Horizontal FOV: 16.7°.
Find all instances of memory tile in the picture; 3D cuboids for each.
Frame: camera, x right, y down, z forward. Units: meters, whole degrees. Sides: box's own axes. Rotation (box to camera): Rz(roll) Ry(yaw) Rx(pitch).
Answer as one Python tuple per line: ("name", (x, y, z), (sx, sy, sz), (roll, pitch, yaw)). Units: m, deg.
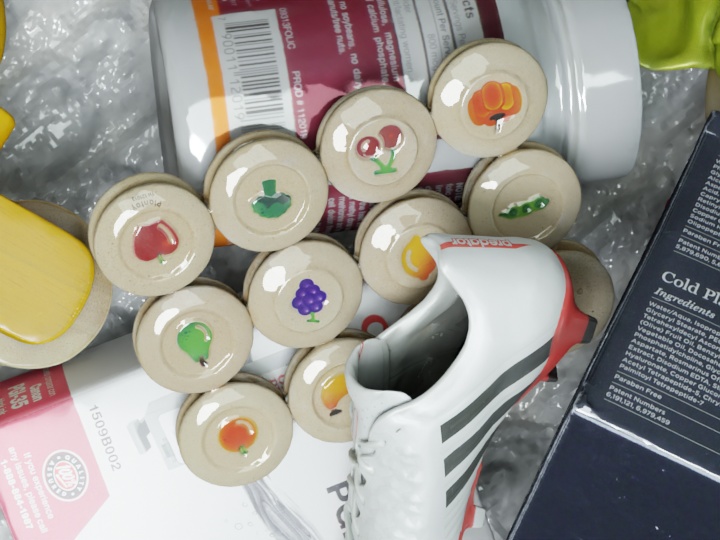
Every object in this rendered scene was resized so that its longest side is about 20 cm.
("memory tile", (0.000, 0.000, 1.019), (0.200, 0.017, 0.153), (-23, 119, -6))

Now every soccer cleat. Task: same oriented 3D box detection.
("soccer cleat", (0.020, 0.071, 1.010), (0.085, 0.069, 0.200), (15, 113, -31))

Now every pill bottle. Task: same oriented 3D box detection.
("pill bottle", (0.014, -0.076, 1.066), (0.200, 0.114, 0.114), (-7, 100, -8))

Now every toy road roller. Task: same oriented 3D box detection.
("toy road roller", (-0.179, -0.060, 1.037), (0.200, 0.123, 0.146), (32, 82, -12))

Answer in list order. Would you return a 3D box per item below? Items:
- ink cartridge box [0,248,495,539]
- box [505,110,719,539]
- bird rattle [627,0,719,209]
("ink cartridge box", (-0.056, 0.091, 1.097), (0.200, 0.083, 0.147), (-21, 101, -5))
("box", (0.135, 0.073, 1.016), (0.104, 0.200, 0.182), (25, 50, 5))
("bird rattle", (0.202, -0.070, 1.108), (0.163, 0.113, 0.200), (-23, 106, -22))
